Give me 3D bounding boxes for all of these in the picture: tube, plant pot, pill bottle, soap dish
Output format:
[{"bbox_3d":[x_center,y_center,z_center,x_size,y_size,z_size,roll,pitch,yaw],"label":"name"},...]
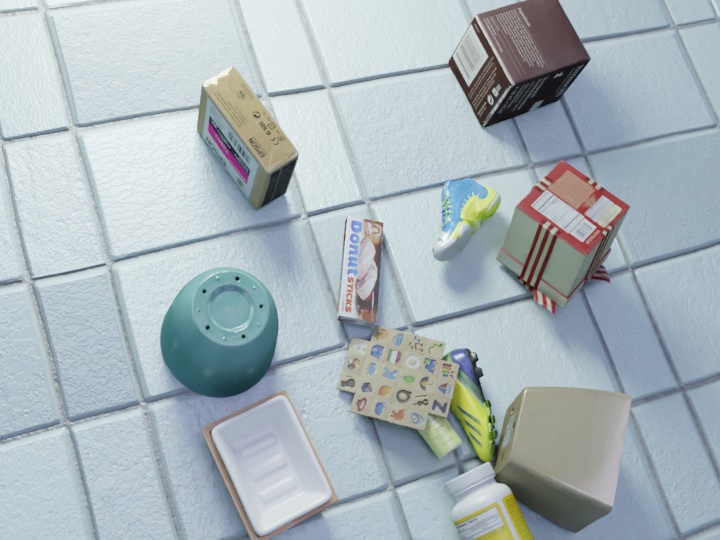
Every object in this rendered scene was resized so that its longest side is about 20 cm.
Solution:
[{"bbox_3d":[0.098,0.231,1.714,0.201,0.052,0.058,54,30,15],"label":"tube"},{"bbox_3d":[0.330,0.305,1.682,0.174,0.201,0.203,17,65,2],"label":"plant pot"},{"bbox_3d":[0.220,0.428,1.635,0.111,0.113,0.203,-19,75,-22],"label":"pill bottle"},{"bbox_3d":[-0.148,0.316,1.588,0.155,0.081,0.203,-23,77,-23],"label":"soap dish"},{"bbox_3d":[-0.221,0.088,1.612,0.196,0.161,0.205,6,67,-15],"label":"plant pot"}]

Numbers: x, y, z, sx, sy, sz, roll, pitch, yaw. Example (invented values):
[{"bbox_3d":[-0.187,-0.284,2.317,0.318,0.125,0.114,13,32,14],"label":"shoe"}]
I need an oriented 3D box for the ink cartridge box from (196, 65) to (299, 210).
[{"bbox_3d":[-0.202,-0.229,1.740,0.075,0.165,0.201,-34,81,-23],"label":"ink cartridge box"}]

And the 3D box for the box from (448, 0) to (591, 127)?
[{"bbox_3d":[0.312,-0.418,1.966,0.197,0.166,0.166,-21,75,-22],"label":"box"}]

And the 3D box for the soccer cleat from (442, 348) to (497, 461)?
[{"bbox_3d":[0.188,0.239,1.740,0.082,0.065,0.204,-15,76,10],"label":"soccer cleat"}]

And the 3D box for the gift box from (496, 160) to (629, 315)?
[{"bbox_3d":[0.376,-0.048,1.825,0.184,0.188,0.200,-37,67,-27],"label":"gift box"}]

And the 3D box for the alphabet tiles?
[{"bbox_3d":[0.066,0.184,1.712,0.196,0.006,0.169,14,63,7],"label":"alphabet tiles"}]

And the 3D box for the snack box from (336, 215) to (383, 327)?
[{"bbox_3d":[0.000,0.000,1.782,0.070,0.024,0.204,10,63,-12],"label":"snack box"}]

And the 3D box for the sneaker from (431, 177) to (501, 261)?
[{"bbox_3d":[0.175,-0.103,1.862,0.105,0.076,0.200,39,56,15],"label":"sneaker"}]
